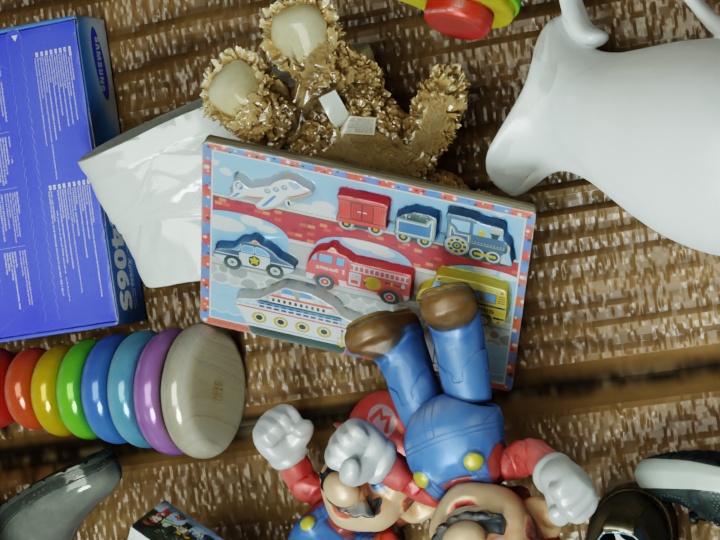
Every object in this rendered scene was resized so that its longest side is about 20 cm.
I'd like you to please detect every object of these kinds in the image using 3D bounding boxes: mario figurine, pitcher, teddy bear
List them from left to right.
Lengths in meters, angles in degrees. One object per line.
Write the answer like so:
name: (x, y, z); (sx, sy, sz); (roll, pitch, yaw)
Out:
mario figurine: (-0.022, 0.161, 1.562); (0.123, 0.106, 0.200); (22, 111, -15)
teddy bear: (-0.004, -0.077, 1.538); (0.200, 0.067, 0.145); (27, 100, -14)
mario figurine: (0.055, 0.111, 1.456); (0.123, 0.106, 0.200); (-37, 71, 59)
pitcher: (0.187, -0.102, 1.465); (0.200, 0.121, 0.172); (17, 102, 31)

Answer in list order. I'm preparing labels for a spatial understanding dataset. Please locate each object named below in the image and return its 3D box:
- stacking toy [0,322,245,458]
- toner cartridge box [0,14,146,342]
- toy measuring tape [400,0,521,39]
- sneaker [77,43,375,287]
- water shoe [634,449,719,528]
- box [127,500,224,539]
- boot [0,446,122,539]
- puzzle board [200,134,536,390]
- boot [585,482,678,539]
stacking toy: (-0.178, 0.076, 1.643); (0.200, 0.085, 0.085); (-1, 92, 26)
toner cartridge box: (-0.202, -0.059, 1.664); (0.095, 0.043, 0.200); (-8, 89, 21)
toy measuring tape: (0.038, -0.174, 1.561); (0.200, 0.074, 0.074); (1, 92, 43)
sneaker: (-0.064, -0.059, 1.602); (0.200, 0.074, 0.116); (-23, 100, 15)
water shoe: (0.248, 0.155, 1.471); (0.200, 0.071, 0.079); (11, 95, 21)
box: (-0.099, 0.256, 1.593); (0.137, 0.038, 0.200); (32, 128, 19)
boot: (-0.197, 0.212, 1.668); (0.200, 0.068, 0.131); (-40, 82, 26)
puzzle board: (0.000, 0.000, 1.530); (0.200, 0.017, 0.151); (13, 134, 9)
boot: (0.153, 0.228, 1.496); (0.075, 0.097, 0.200); (-3, 91, 13)
